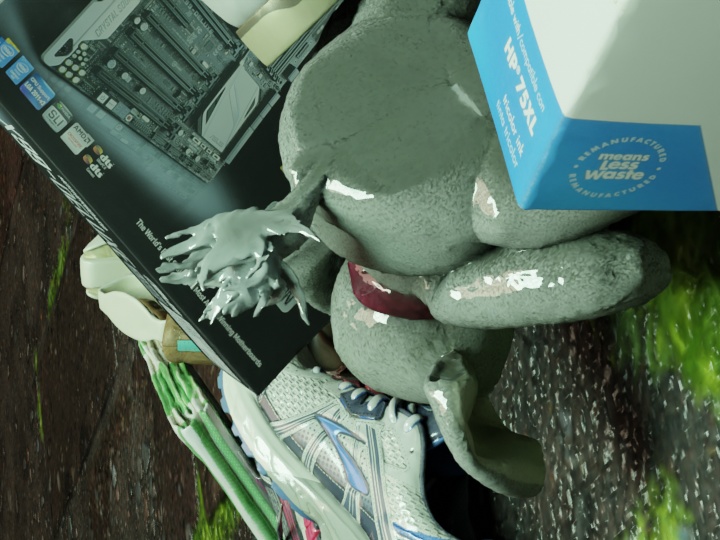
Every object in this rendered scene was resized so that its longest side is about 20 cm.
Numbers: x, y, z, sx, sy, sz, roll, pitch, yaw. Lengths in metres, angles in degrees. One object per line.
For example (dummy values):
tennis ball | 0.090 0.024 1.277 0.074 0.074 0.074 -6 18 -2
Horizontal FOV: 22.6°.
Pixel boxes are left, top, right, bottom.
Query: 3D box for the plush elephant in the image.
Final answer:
plush elephant | 0.036 -0.014 0.638 0.165 0.200 0.155 51 171 30

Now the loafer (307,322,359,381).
loafer | 0.000 0.000 0.865 0.200 0.071 0.073 126 139 -61

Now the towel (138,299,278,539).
towel | -0.083 0.095 1.028 0.153 0.023 0.200 58 175 -28

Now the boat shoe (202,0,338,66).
boat shoe | 0.012 -0.164 0.635 0.068 0.200 0.075 45 161 -7

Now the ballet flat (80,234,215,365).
ballet flat | -0.114 0.005 1.003 0.200 0.072 0.068 -136 39 -57

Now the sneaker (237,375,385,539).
sneaker | -0.019 0.116 0.919 0.200 0.081 0.075 -113 26 -48

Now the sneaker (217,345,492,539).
sneaker | 0.010 0.085 0.816 0.085 0.077 0.200 -43 58 14

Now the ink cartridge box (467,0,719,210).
ink cartridge box | 0.114 -0.098 0.440 0.200 0.116 0.067 113 151 -52

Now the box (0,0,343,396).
box | -0.050 -0.074 0.707 0.050 0.158 0.200 30 161 54
